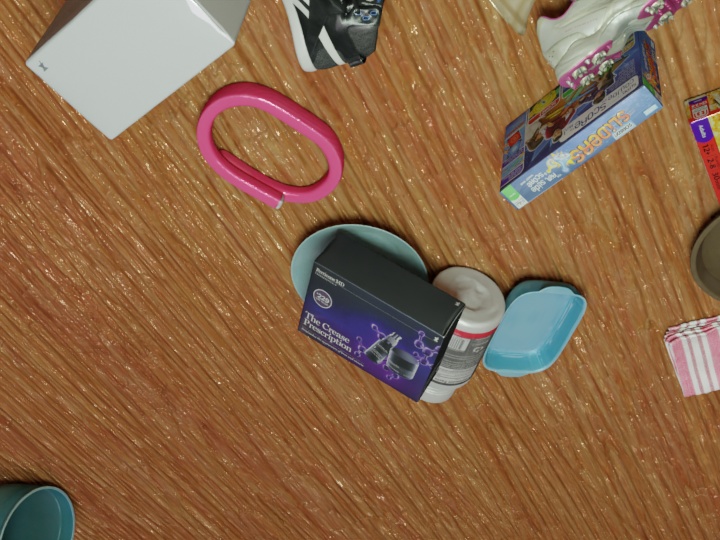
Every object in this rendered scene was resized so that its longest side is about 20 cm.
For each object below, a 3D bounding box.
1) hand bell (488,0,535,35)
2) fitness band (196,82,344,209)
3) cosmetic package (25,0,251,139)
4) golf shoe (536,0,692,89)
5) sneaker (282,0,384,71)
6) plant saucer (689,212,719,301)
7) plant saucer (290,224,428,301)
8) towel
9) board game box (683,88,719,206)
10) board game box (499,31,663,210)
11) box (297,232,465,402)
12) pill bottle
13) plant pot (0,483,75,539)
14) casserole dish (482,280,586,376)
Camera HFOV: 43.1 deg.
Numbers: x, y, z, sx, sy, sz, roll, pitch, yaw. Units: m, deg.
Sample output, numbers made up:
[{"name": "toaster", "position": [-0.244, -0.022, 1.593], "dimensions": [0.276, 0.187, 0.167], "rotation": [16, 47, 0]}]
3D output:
[{"name": "hand bell", "position": [0.207, -0.345, 0.913], "dimensions": [0.199, 0.105, 0.104], "rotation": [-40, 118, 22]}, {"name": "fitness band", "position": [-0.115, -0.156, 1.168], "dimensions": [0.198, 0.038, 0.144], "rotation": [29, 131, -19]}, {"name": "cosmetic package", "position": [-0.215, -0.280, 0.953], "dimensions": [0.197, 0.202, 0.123], "rotation": [-27, 124, 32]}, {"name": "golf shoe", "position": [0.272, -0.283, 0.951], "dimensions": [0.199, 0.092, 0.075], "rotation": [-36, 159, 11]}, {"name": "sneaker", "position": [-0.031, -0.312, 0.986], "dimensions": [0.110, 0.074, 0.202], "rotation": [-5, 141, 11]}, {"name": "plant saucer", "position": [0.527, -0.029, 1.175], "dimensions": [0.196, 0.030, 0.202], "rotation": [4, 135, 4]}, {"name": "plant saucer", "position": [0.000, 0.000, 1.295], "dimensions": [0.197, 0.039, 0.203], "rotation": [5, 134, 5]}, {"name": "towel", "position": [0.552, 0.119, 1.316], "dimensions": [0.197, 0.030, 0.147], "rotation": [-15, 130, 23]}, {"name": "board game box", "position": [0.493, -0.161, 1.046], "dimensions": [0.197, 0.047, 0.152], "rotation": [-19, 128, 26]}, {"name": "board game box", "position": [0.242, -0.170, 1.020], "dimensions": [0.034, 0.137, 0.199], "rotation": [38, 129, -20]}, {"name": "box", "position": [0.024, 0.063, 1.226], "dimensions": [0.198, 0.079, 0.143], "rotation": [29, 133, 12]}, {"name": "pill bottle", "position": [0.128, 0.101, 1.317], "dimensions": [0.109, 0.112, 0.202], "rotation": [15, 135, -4]}, {"name": "plant pot", "position": [-0.711, 0.519, 1.827], "dimensions": [0.185, 0.202, 0.202], "rotation": [5, 137, 27]}, {"name": "casserole dish", "position": [0.245, 0.079, 1.313], "dimensions": [0.119, 0.039, 0.202], "rotation": [4, 135, -14]}]
